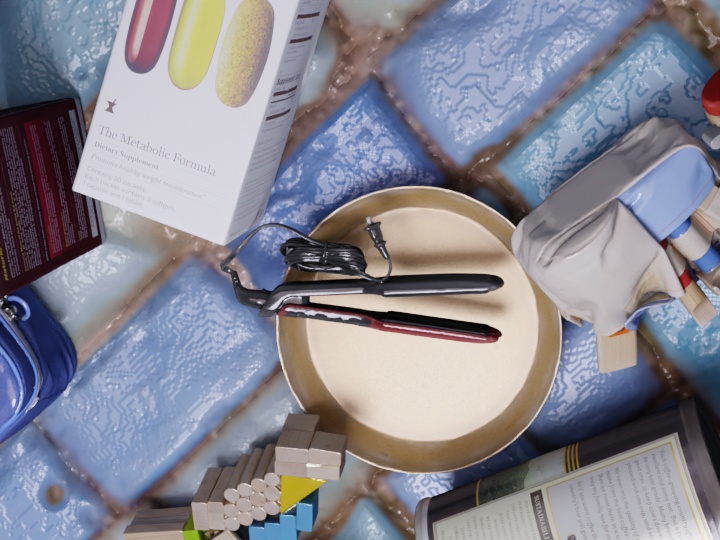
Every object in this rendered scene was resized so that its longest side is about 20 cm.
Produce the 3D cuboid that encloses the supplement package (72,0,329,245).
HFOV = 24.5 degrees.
[{"bbox_3d":[-0.098,-0.136,1.095,0.113,0.110,0.202,19,103,6],"label":"supplement package"}]

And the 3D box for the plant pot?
[{"bbox_3d":[0.041,0.040,1.145,0.198,0.027,0.202,2,101,10],"label":"plant pot"}]

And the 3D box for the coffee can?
[{"bbox_3d":[0.154,0.186,1.089,0.199,0.146,0.147,-22,96,13],"label":"coffee can"}]

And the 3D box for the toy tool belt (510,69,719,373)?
[{"bbox_3d":[0.205,-0.030,1.066,0.200,0.125,0.123,-39,115,6],"label":"toy tool belt"}]

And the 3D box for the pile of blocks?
[{"bbox_3d":[-0.078,0.167,1.175,0.199,0.062,0.082,-32,106,24],"label":"pile of blocks"}]

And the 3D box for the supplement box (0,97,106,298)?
[{"bbox_3d":[-0.235,-0.048,1.089,0.060,0.200,0.110,-8,99,12],"label":"supplement box"}]

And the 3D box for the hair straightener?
[{"bbox_3d":[0.000,0.000,1.117,0.198,0.041,0.078,7,101,13],"label":"hair straightener"}]

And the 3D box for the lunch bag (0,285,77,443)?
[{"bbox_3d":[-0.302,0.077,1.160,0.200,0.132,0.136,-40,92,15],"label":"lunch bag"}]
